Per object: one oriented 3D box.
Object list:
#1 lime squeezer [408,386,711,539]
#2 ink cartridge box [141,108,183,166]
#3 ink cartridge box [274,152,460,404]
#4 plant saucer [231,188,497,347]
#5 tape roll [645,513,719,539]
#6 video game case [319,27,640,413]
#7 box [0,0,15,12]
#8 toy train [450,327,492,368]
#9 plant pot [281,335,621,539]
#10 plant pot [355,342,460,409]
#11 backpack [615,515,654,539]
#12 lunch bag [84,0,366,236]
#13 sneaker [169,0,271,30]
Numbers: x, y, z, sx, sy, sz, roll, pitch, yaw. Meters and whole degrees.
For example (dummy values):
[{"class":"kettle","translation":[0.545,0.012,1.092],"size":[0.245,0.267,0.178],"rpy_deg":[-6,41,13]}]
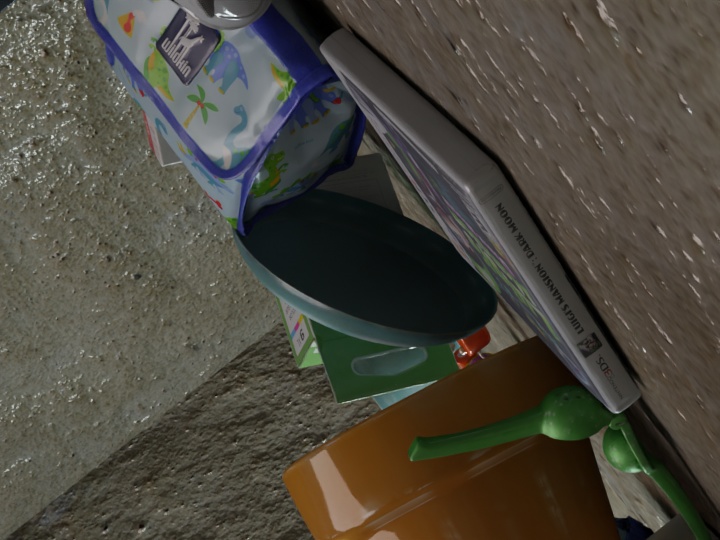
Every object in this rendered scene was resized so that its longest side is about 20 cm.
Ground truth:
[{"class":"lime squeezer","translation":[0.133,0.106,0.916],"size":[0.200,0.071,0.038],"rpy_deg":[20,-174,-18]},{"class":"ink cartridge box","translation":[-0.151,-0.192,1.269],"size":[0.116,0.067,0.200],"rpy_deg":[-136,35,-73]},{"class":"ink cartridge box","translation":[-0.007,0.013,1.236],"size":[0.059,0.104,0.200],"rpy_deg":[116,139,-58]},{"class":"plant saucer","translation":[0.000,0.000,1.145],"size":[0.200,0.027,0.200],"rpy_deg":[17,-156,-8]},{"class":"tape roll","translation":[0.252,0.260,1.071],"size":[0.203,0.071,0.202],"rpy_deg":[52,178,2]},{"class":"video game case","translation":[0.063,-0.030,0.887],"size":[0.182,0.023,0.200],"rpy_deg":[53,178,-36]},{"class":"box","translation":[-0.256,-0.282,1.157],"size":[0.122,0.200,0.106],"rpy_deg":[51,178,41]},{"class":"toy train","translation":[0.103,0.060,1.321],"size":[0.150,0.056,0.200],"rpy_deg":[54,176,11]},{"class":"plant pot","translation":[0.079,0.165,1.017],"size":[0.184,0.200,0.200],"rpy_deg":[63,180,9]},{"class":"plant pot","translation":[0.049,0.087,1.908],"size":[0.200,0.134,0.200],"rpy_deg":[51,178,3]},{"class":"backpack","translation":[0.221,0.306,1.234],"size":[0.200,0.183,0.135],"rpy_deg":[37,165,-3]},{"class":"lunch bag","translation":[-0.083,-0.140,1.036],"size":[0.170,0.127,0.200],"rpy_deg":[51,161,11]},{"class":"sneaker","translation":[-0.075,-0.165,0.830],"size":[0.115,0.075,0.200],"rpy_deg":[54,177,30]}]
